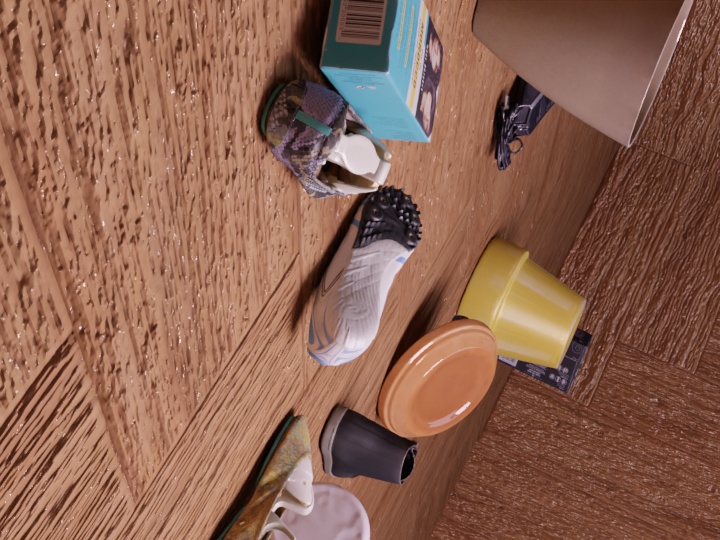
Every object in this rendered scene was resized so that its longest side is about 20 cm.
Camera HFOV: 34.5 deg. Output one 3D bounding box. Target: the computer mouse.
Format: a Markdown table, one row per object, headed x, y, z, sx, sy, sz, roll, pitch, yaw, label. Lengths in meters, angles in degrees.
| x | y | z | sx | sy | sz | roll | pitch | yaw | label |
| --- | --- | --- | --- | --- | --- | --- | --- | --- | --- |
| 0.235 | -0.247 | 1.606 | 0.200 | 0.052 | 0.139 | -50 | 160 | -21 | computer mouse |

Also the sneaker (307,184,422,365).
| x | y | z | sx | sy | sz | roll | pitch | yaw | label |
| --- | --- | --- | --- | --- | --- | --- | --- | --- | --- |
| 0.000 | 0.000 | 1.071 | 0.072 | 0.072 | 0.201 | -30 | -153 | 48 | sneaker |

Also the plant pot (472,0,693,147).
| x | y | z | sx | sy | sz | roll | pitch | yaw | label |
| --- | --- | --- | --- | --- | --- | --- | --- | --- | --- |
| 0.224 | -0.253 | 1.208 | 0.189 | 0.198 | 0.188 | -60 | 166 | -26 | plant pot |

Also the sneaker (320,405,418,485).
| x | y | z | sx | sy | sz | roll | pitch | yaw | label |
| --- | --- | --- | --- | --- | --- | --- | --- | --- | --- |
| 0.016 | 0.229 | 1.397 | 0.075 | 0.105 | 0.200 | -63 | 166 | -13 | sneaker |

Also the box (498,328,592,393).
| x | y | z | sx | sy | sz | roll | pitch | yaw | label |
| --- | --- | --- | --- | --- | --- | --- | --- | --- | --- |
| 0.435 | 0.183 | 2.773 | 0.115 | 0.198 | 0.134 | -30 | 143 | -66 | box |

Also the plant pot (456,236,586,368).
| x | y | z | sx | sy | sz | roll | pitch | yaw | label |
| --- | --- | --- | --- | --- | --- | --- | --- | --- | --- |
| 0.278 | 0.071 | 1.994 | 0.202 | 0.187 | 0.202 | -58 | 164 | -28 | plant pot |

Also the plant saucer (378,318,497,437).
| x | y | z | sx | sy | sz | roll | pitch | yaw | label |
| --- | --- | --- | --- | --- | --- | --- | --- | --- | --- |
| 0.115 | 0.158 | 1.609 | 0.198 | 0.037 | 0.202 | -24 | 137 | -24 | plant saucer |

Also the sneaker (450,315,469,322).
| x | y | z | sx | sy | sz | roll | pitch | yaw | label |
| --- | --- | --- | --- | --- | --- | --- | --- | --- | --- |
| 0.112 | 0.150 | 1.710 | 0.201 | 0.077 | 0.085 | -50 | -146 | 14 | sneaker |

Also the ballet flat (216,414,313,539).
| x | y | z | sx | sy | sz | roll | pitch | yaw | label |
| --- | --- | --- | --- | --- | --- | --- | --- | --- | --- |
| -0.082 | 0.230 | 1.104 | 0.201 | 0.070 | 0.071 | -58 | 164 | -35 | ballet flat |

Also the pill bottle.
| x | y | z | sx | sy | sz | roll | pitch | yaw | label |
| --- | --- | --- | --- | --- | --- | --- | --- | --- | --- |
| -0.046 | 0.326 | 1.310 | 0.113 | 0.111 | 0.201 | -59 | 165 | -30 | pill bottle |

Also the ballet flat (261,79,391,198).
| x | y | z | sx | sy | sz | roll | pitch | yaw | label |
| --- | --- | --- | --- | --- | --- | --- | --- | --- | --- |
| -0.014 | -0.083 | 0.840 | 0.073 | 0.071 | 0.200 | -66 | 167 | 0 | ballet flat |

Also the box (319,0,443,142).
| x | y | z | sx | sy | sz | roll | pitch | yaw | label |
| --- | --- | --- | --- | --- | --- | --- | --- | --- | --- |
| 0.020 | -0.157 | 0.851 | 0.200 | 0.048 | 0.084 | 29 | 69 | -77 | box |
